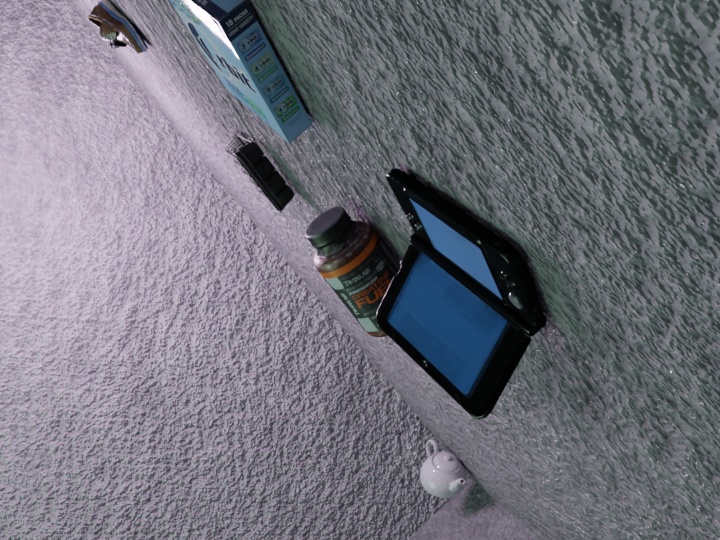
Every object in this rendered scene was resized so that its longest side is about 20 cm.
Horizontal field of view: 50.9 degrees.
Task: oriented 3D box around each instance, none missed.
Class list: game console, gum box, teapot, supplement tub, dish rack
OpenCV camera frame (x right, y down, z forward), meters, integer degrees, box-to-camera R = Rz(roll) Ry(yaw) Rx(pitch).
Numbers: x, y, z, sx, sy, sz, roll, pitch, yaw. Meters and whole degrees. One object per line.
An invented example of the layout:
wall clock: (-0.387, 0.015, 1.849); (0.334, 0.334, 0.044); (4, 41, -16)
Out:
game console: (0.078, 0.021, 0.776); (0.200, 0.116, 0.176); (41, 169, 43)
gum box: (-0.154, -0.272, 0.931); (0.170, 0.045, 0.200); (44, 171, 36)
teapot: (0.329, 0.783, 2.985); (0.199, 0.197, 0.147); (14, 120, 15)
supplement tub: (0.000, 0.000, 1.152); (0.200, 0.107, 0.107); (52, 172, -24)
dish rack: (-0.214, -0.209, 1.541); (0.154, 0.054, 0.200); (54, 171, -30)

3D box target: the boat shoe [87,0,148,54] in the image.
boat shoe: (-0.574, -0.561, 1.786); (0.200, 0.072, 0.072); (45, 172, 29)
